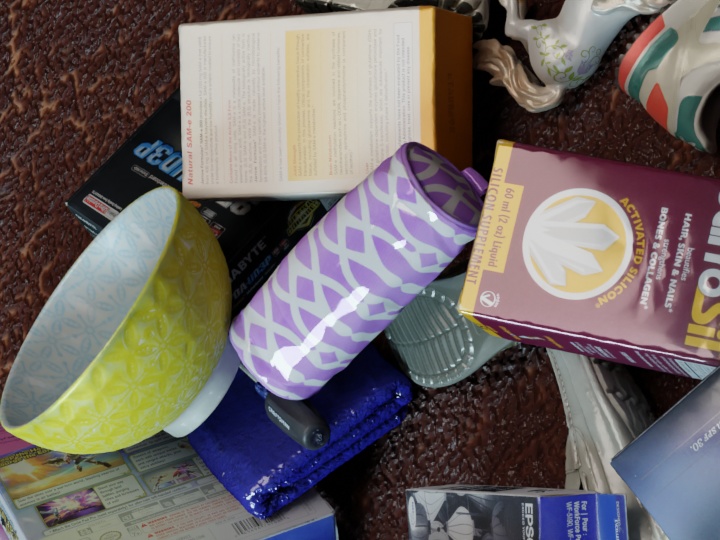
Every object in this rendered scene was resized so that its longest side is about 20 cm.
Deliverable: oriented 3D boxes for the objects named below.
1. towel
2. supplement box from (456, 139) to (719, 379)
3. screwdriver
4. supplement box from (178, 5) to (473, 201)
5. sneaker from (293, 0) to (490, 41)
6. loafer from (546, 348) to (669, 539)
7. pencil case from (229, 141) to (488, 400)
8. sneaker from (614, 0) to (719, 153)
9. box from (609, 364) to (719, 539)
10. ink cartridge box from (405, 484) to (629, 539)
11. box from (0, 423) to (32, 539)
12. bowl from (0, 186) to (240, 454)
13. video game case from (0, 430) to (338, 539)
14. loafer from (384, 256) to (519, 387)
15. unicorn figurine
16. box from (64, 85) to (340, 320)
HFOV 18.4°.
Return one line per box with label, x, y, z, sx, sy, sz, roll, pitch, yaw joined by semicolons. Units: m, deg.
towel;-0.062;0.083;1.585;0.148;0.050;0.200;-38;41;-7
supplement box;0.171;-0.001;1.320;0.199;0.086;0.111;11;83;20
screwdriver;-0.078;0.070;1.547;0.028;0.029;0.200;-39;42;-10
supplement box;-0.024;-0.113;1.547;0.199;0.073;0.127;-1;90;25
sneaker;0.032;-0.211;1.624;0.200;0.079;0.089;3;60;47
loafer;0.151;0.121;1.366;0.070;0.070;0.200;-34;53;22
pencil case;0.000;0.000;1.466;0.200;0.085;0.084;-43;80;25
sneaker;0.252;-0.160;1.380;0.200;0.070;0.093;-49;64;19
box;0.277;0.109;1.152;0.200;0.123;0.199;-45;74;25
ink cartridge box;0.095;0.184;1.373;0.200;0.039;0.100;-9;84;59
box;-0.260;0.233;1.685;0.200;0.096;0.176;39;131;46
bowl;-0.147;0.053;1.528;0.200;0.108;0.200;-45;21;23
video game case;-0.143;0.168;1.561;0.181;0.199;0.046;48;148;50
loafer;0.090;0.024;1.479;0.200;0.070;0.075;-24;87;51
unicorn figurine;0.157;-0.189;1.483;0.137;0.074;0.200;57;133;42
box;-0.111;-0.061;1.682;0.159;0.046;0.200;-47;42;-11
